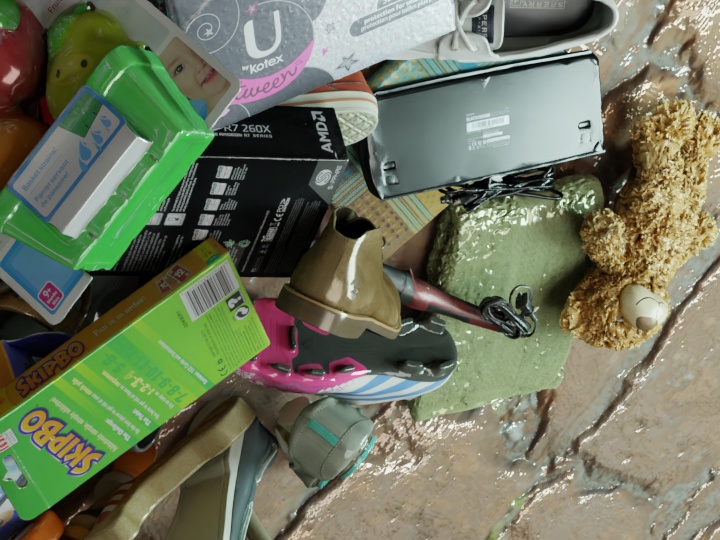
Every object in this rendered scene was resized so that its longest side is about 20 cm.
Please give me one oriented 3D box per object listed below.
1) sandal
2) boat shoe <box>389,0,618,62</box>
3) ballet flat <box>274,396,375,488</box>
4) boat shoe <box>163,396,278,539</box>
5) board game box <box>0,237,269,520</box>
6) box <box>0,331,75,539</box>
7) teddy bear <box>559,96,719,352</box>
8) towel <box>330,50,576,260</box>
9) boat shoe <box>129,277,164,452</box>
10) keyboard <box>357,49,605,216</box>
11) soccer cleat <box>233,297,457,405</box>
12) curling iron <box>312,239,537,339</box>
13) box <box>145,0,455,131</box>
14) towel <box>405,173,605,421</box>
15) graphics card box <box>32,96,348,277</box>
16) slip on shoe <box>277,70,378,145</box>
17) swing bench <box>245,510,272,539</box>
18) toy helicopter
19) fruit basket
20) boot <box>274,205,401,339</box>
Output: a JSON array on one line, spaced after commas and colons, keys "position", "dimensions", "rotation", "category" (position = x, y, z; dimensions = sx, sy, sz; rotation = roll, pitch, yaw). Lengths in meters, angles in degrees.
[{"position": [-0.226, 0.034, 1.641], "dimensions": [0.200, 0.055, 0.082], "rotation": [-11, 129, -39], "category": "sandal"}, {"position": [0.076, -0.174, 1.680], "dimensions": [0.200, 0.065, 0.074], "rotation": [-10, 114, -18], "category": "boat shoe"}, {"position": [-0.030, 0.115, 1.801], "dimensions": [0.067, 0.064, 0.200], "rotation": [-54, -179, -8], "category": "ballet flat"}, {"position": [-0.098, 0.189, 1.779], "dimensions": [0.073, 0.200, 0.062], "rotation": [-17, 141, 40], "category": "boat shoe"}, {"position": [-0.154, 0.071, 1.617], "dimensions": [0.200, 0.030, 0.096], "rotation": [-38, 139, -15], "category": "board game box"}, {"position": [-0.236, 0.116, 1.667], "dimensions": [0.200, 0.042, 0.119], "rotation": [-40, 144, 26], "category": "box"}, {"position": [0.219, -0.032, 1.885], "dimensions": [0.200, 0.067, 0.145], "rotation": [-61, 150, -10], "category": "teddy bear"}, {"position": [0.055, -0.110, 1.770], "dimensions": [0.200, 0.022, 0.147], "rotation": [-41, 137, -1], "category": "towel"}, {"position": [-0.118, 0.033, 1.714], "dimensions": [0.067, 0.057, 0.200], "rotation": [17, 107, -52], "category": "boat shoe"}, {"position": [0.081, -0.092, 1.774], "dimensions": [0.200, 0.040, 0.104], "rotation": [-12, 107, -28], "category": "keyboard"}, {"position": [-0.027, 0.068, 1.814], "dimensions": [0.200, 0.070, 0.086], "rotation": [6, 151, -27], "category": "soccer cleat"}, {"position": [0.041, 0.008, 1.812], "dimensions": [0.200, 0.026, 0.050], "rotation": [19, 134, -21], "category": "curling iron"}, {"position": [-0.053, -0.187, 1.557], "dimensions": [0.200, 0.115, 0.132], "rotation": [-23, 133, -20], "category": "box"}, {"position": [0.106, 0.022, 1.899], "dimensions": [0.148, 0.036, 0.200], "rotation": [-12, 129, -29], "category": "towel"}, {"position": [-0.120, -0.051, 1.607], "dimensions": [0.200, 0.051, 0.126], "rotation": [1, 141, -20], "category": "graphics card box"}, {"position": [-0.087, -0.112, 1.636], "dimensions": [0.200, 0.061, 0.074], "rotation": [-4, 153, -20], "category": "slip on shoe"}, {"position": [-0.122, 0.292, 1.818], "dimensions": [0.199, 0.200, 0.130], "rotation": [-24, 134, -20], "category": "swing bench"}, {"position": [-0.151, 0.155, 1.751], "dimensions": [0.200, 0.132, 0.079], "rotation": [-40, 98, 8], "category": "toy helicopter"}, {"position": [-0.196, -0.100, 1.467], "dimensions": [0.185, 0.200, 0.094], "rotation": [-50, 175, 11], "category": "fruit basket"}, {"position": [0.000, 0.000, 1.689], "dimensions": [0.200, 0.074, 0.076], "rotation": [-3, 116, -80], "category": "boot"}]
